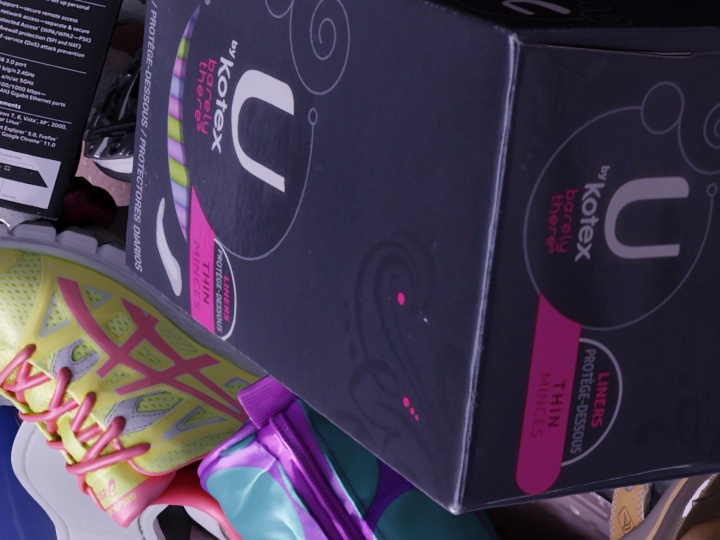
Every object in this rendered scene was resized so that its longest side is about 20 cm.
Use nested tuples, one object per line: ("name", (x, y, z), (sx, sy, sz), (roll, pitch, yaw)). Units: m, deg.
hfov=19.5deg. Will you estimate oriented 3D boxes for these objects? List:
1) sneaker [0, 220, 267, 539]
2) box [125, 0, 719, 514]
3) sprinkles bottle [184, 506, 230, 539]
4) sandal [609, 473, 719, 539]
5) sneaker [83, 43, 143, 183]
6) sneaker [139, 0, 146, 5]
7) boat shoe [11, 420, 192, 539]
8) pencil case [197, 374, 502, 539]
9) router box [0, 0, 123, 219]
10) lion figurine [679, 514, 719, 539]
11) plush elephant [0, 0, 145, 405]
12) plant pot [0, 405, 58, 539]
("sneaker", (-0.095, 0.050, 0.804), (0.200, 0.091, 0.078), (23, 146, -19))
("box", (0.023, -0.029, 0.586), (0.200, 0.106, 0.123), (30, 119, 55))
("sprinkles bottle", (0.013, 0.120, 0.863), (0.200, 0.068, 0.068), (30, 131, 36))
("sandal", (0.123, 0.078, 0.724), (0.200, 0.082, 0.055), (115, 142, -53))
("sneaker", (-0.016, -0.054, 0.764), (0.200, 0.074, 0.079), (-5, 140, 31))
("sneaker", (0.008, -0.160, 0.697), (0.200, 0.099, 0.070), (-63, 27, 5))
("boat shoe", (-0.110, 0.086, 0.945), (0.075, 0.060, 0.200), (13, 150, 3))
("pencil case", (0.024, 0.127, 0.746), (0.200, 0.085, 0.092), (56, -174, 15))
("router box", (-0.100, -0.135, 0.712), (0.200, 0.051, 0.149), (-94, 22, -55))
("lion figurine", (0.141, 0.103, 0.646), (0.122, 0.073, 0.200), (0, 155, 34))
("plush elephant", (-0.144, -0.024, 0.906), (0.164, 0.200, 0.155), (-11, 120, 44))
("plant pot", (-0.242, 0.184, 1.071), (0.200, 0.179, 0.200), (-6, 106, 68))
